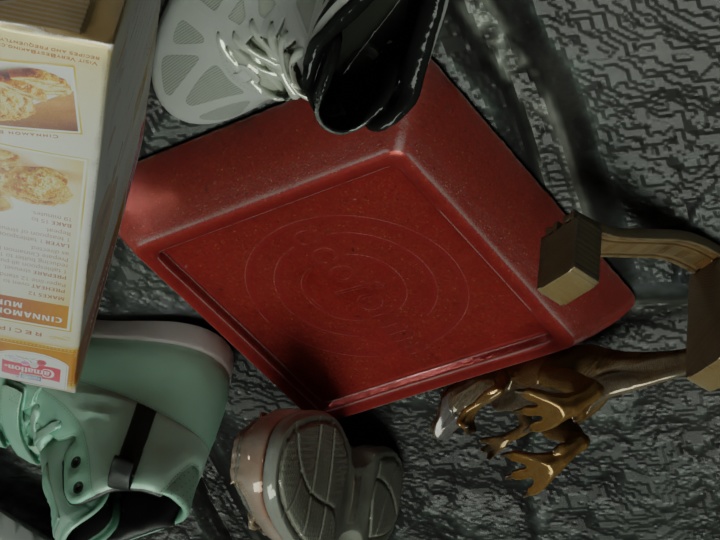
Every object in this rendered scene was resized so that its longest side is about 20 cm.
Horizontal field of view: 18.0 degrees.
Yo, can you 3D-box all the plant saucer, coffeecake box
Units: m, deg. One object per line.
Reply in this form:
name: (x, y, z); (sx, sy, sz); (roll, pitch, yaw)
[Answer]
plant saucer: (0.000, 0.000, 1.093); (0.199, 0.037, 0.200); (-19, 133, 30)
coffeecake box: (-0.123, -0.076, 0.890); (0.073, 0.154, 0.200); (11, 139, -2)

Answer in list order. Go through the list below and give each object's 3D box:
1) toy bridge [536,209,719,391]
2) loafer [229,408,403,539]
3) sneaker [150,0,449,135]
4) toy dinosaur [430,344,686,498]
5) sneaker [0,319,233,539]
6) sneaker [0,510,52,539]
toy bridge: (0.168, 0.022, 1.062); (0.199, 0.067, 0.027); (28, 138, -24)
loafer: (-0.034, 0.109, 1.163); (0.063, 0.072, 0.200); (7, 172, 19)
sneaker: (-0.032, -0.094, 0.921); (0.075, 0.116, 0.200); (29, 137, -24)
toy dinosaur: (0.112, 0.054, 1.114); (0.199, 0.106, 0.061); (-9, 116, 28)
sneaker: (-0.171, 0.085, 1.165); (0.199, 0.119, 0.074); (-2, 142, 15)
sneaker: (-0.246, 0.177, 1.273); (0.200, 0.118, 0.074); (38, 170, -31)
